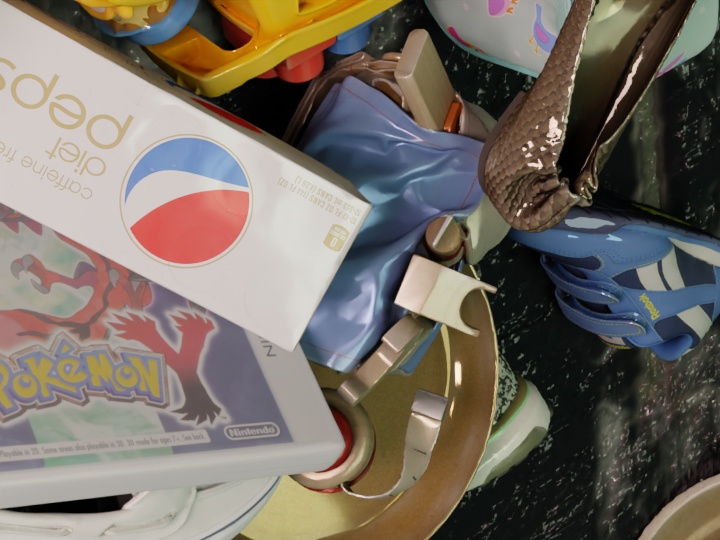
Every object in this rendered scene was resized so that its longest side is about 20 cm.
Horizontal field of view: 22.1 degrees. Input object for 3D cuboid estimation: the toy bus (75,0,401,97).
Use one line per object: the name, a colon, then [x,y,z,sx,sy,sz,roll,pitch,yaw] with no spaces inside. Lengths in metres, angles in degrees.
toy bus: [-0.053,-0.141,0.752,0.199,0.136,0.193,-30,145,-23]

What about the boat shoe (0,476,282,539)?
boat shoe: [-0.098,0.082,0.743,0.199,0.074,0.065,-16,156,-46]

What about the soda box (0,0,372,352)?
soda box: [-0.098,-0.047,0.706,0.199,0.064,0.068,28,96,-16]

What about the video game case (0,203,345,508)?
video game case: [-0.119,0.006,0.727,0.199,0.183,0.023,-2,145,-39]

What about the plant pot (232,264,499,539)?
plant pot: [-0.023,0.054,0.898,0.199,0.027,0.202,-2,94,-29]

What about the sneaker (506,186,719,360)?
sneaker: [0.142,0.002,1.024,0.199,0.074,0.083,17,102,-44]

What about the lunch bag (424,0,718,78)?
lunch bag: [0.084,-0.180,0.814,0.077,0.160,0.201,-33,131,-25]

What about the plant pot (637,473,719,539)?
plant pot: [0.285,0.255,1.218,0.201,0.200,0.184,-50,147,-9]

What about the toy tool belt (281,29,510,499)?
toy tool belt: [0.000,0.000,0.814,0.123,0.124,0.201,41,68,-79]

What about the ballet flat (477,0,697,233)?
ballet flat: [0.109,-0.103,0.745,0.067,0.046,0.201,18,109,-30]

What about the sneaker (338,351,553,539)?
sneaker: [0.008,0.094,0.968,0.200,0.077,0.089,-39,115,-25]
